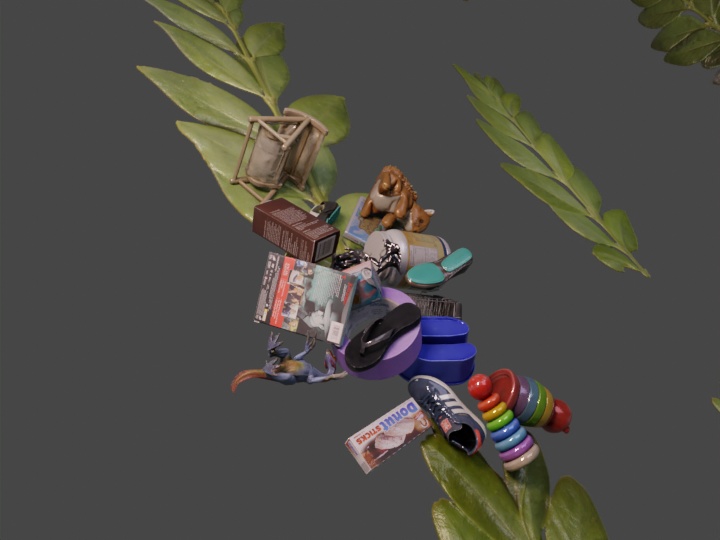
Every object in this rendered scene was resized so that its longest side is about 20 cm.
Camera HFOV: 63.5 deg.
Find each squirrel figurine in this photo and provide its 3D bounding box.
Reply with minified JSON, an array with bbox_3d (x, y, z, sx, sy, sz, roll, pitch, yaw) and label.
[{"bbox_3d":[0.120,-0.195,1.643,0.184,0.142,0.202,30,39,-11],"label":"squirrel figurine"}]

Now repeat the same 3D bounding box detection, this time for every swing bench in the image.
[{"bbox_3d":[-0.210,-0.297,1.508,0.129,0.201,0.199,39,38,12],"label":"swing bench"}]

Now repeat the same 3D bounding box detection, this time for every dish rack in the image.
[{"bbox_3d":[0.134,0.080,1.394,0.195,0.056,0.153,7,2,-18],"label":"dish rack"}]

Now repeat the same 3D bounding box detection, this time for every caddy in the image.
[{"bbox_3d":[0.166,0.186,1.305,0.195,0.107,0.143,1,40,-10],"label":"caddy"}]

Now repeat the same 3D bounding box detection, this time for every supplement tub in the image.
[{"bbox_3d":[0.117,-0.025,1.476,0.196,0.146,0.146,7,43,-28],"label":"supplement tub"}]

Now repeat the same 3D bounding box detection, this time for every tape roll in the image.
[{"bbox_3d":[0.032,0.130,1.238,0.195,0.067,0.203,-6,44,5],"label":"tape roll"}]

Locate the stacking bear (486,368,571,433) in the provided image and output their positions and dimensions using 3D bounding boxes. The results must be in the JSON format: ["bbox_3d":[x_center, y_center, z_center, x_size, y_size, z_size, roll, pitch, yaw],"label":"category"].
[{"bbox_3d":[0.394,0.311,1.331,0.197,0.114,0.123,25,37,-16],"label":"stacking bear"}]

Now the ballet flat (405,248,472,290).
[{"bbox_3d":[0.187,0.011,1.391,0.196,0.069,0.069,-20,57,-25],"label":"ballet flat"}]

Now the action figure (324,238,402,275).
[{"bbox_3d":[0.000,0.000,1.316,0.195,0.120,0.104,-17,59,-11],"label":"action figure"}]

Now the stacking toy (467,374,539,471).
[{"bbox_3d":[0.290,0.314,1.231,0.085,0.085,0.202,-22,76,-46],"label":"stacking toy"}]

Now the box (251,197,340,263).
[{"bbox_3d":[-0.156,-0.095,1.386,0.198,0.076,0.099,32,35,26],"label":"box"}]

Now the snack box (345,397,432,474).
[{"bbox_3d":[0.060,0.323,1.151,0.198,0.025,0.072,-19,60,-45],"label":"snack box"}]

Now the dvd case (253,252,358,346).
[{"bbox_3d":[-0.113,0.057,1.193,0.195,0.150,0.022,14,1,14],"label":"dvd case"}]

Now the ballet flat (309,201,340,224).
[{"bbox_3d":[-0.106,-0.128,1.510,0.067,0.069,0.201,20,27,2],"label":"ballet flat"}]

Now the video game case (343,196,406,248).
[{"bbox_3d":[0.055,-0.114,1.632,0.179,0.022,0.202,28,38,-5],"label":"video game case"}]

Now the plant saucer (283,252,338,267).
[{"bbox_3d":[-0.096,0.020,1.375,0.196,0.031,0.202,19,38,-16],"label":"plant saucer"}]

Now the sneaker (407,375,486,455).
[{"bbox_3d":[0.175,0.300,1.207,0.198,0.076,0.084,37,25,8],"label":"sneaker"}]

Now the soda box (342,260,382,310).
[{"bbox_3d":[-0.054,0.053,1.235,0.069,0.196,0.064,-93,158,-57],"label":"soda box"}]

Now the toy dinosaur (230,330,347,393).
[{"bbox_3d":[-0.125,0.186,1.141,0.182,0.196,0.107,46,26,-53],"label":"toy dinosaur"}]

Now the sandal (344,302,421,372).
[{"bbox_3d":[0.040,0.123,1.165,0.075,0.043,0.199,31,57,34],"label":"sandal"}]
